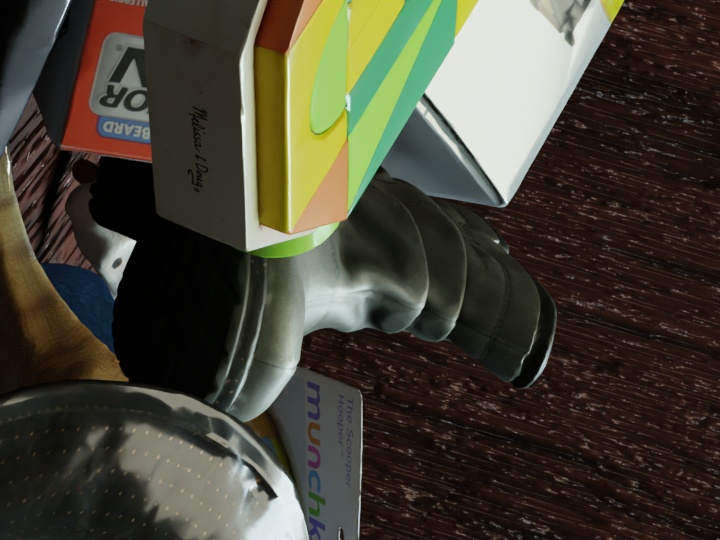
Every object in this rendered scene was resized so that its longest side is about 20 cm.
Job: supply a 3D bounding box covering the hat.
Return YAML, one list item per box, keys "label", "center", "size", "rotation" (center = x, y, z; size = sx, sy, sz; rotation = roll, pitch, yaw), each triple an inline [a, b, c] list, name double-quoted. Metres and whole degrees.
- label: "hat"
  center: [-0.106, 0.101, 0.697]
  size: [0.081, 0.200, 0.202]
  rotation: [36, -62, 44]

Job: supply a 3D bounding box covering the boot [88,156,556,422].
- label: "boot"
  center: [0.000, 0.000, 0.823]
  size: [0.200, 0.130, 0.068]
  rotation: [-114, -133, -69]

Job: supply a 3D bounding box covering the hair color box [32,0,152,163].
- label: "hair color box"
  center: [-0.035, -0.137, 0.728]
  size: [0.111, 0.064, 0.201]
  rotation: [-124, -133, -61]

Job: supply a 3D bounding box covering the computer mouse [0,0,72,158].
- label: "computer mouse"
  center: [-0.088, -0.055, 0.607]
  size: [0.200, 0.052, 0.139]
  rotation: [128, -17, -62]

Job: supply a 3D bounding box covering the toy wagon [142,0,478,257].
- label: "toy wagon"
  center: [0.010, -0.100, 0.639]
  size: [0.201, 0.039, 0.156]
  rotation: [-58, 163, -32]

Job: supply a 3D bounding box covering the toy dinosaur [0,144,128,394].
- label: "toy dinosaur"
  center: [-0.090, 0.037, 0.875]
  size: [0.201, 0.106, 0.060]
  rotation: [62, 27, -8]

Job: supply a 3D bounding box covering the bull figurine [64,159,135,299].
- label: "bull figurine"
  center: [-0.038, -0.077, 1.075]
  size: [0.065, 0.121, 0.201]
  rotation: [-5, -108, 55]

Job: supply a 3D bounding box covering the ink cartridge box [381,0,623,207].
- label: "ink cartridge box"
  center: [0.021, -0.129, 0.972]
  size: [0.083, 0.145, 0.201]
  rotation: [49, 63, -41]

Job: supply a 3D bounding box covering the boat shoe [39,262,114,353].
- label: "boat shoe"
  center: [-0.103, 0.099, 0.967]
  size: [0.069, 0.084, 0.201]
  rotation: [-163, -92, -80]

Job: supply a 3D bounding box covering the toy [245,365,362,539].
- label: "toy"
  center: [-0.069, 0.080, 1.009]
  size: [0.200, 0.047, 0.116]
  rotation: [18, -67, 57]
